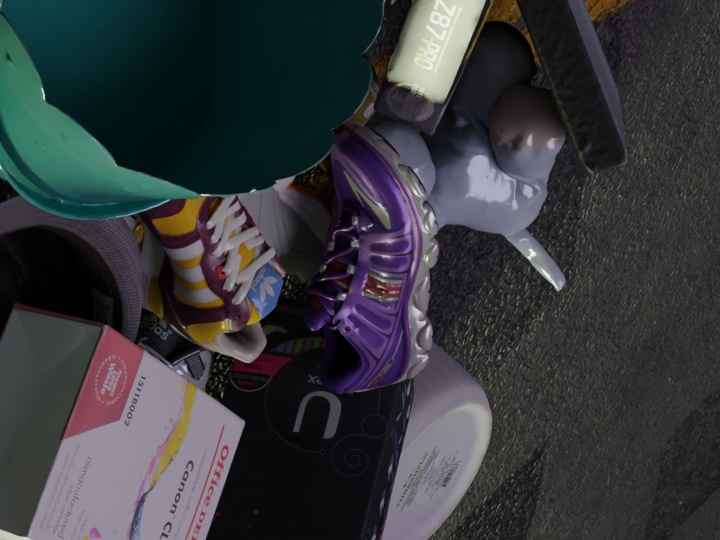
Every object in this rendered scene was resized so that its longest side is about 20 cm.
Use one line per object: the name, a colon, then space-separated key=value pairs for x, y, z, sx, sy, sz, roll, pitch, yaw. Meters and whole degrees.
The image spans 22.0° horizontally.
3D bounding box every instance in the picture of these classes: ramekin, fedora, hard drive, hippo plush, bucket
ramekin: x=0.018 y=0.144 z=1.501 sx=0.200 sy=0.105 sz=0.201 roll=-39 pitch=148 yaw=-31
fedora: x=-0.210 y=0.020 z=1.013 sx=0.177 sy=0.090 sz=0.200 roll=-53 pitch=148 yaw=-6
hard drive: x=0.139 y=-0.152 z=1.242 sx=0.033 sy=0.140 sz=0.200 roll=-20 pitch=-167 yaw=12
hippo plush: x=0.044 y=-0.079 z=1.308 sx=0.160 sy=0.160 sz=0.200 roll=-19 pitch=143 yaw=-12
bucket: x=-0.107 y=-0.124 z=0.893 sx=0.207 sy=0.135 sz=0.208 roll=4 pitch=83 yaw=-35

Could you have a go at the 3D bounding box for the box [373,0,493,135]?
box: x=0.075 y=-0.208 z=1.161 sx=0.161 sy=0.049 sz=0.200 roll=116 pitch=-1 yaw=-51

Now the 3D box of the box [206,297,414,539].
box: x=-0.039 y=0.134 z=1.292 sx=0.106 sy=0.122 sz=0.201 roll=87 pitch=15 yaw=-57

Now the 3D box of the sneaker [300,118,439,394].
sneaker: x=0.000 y=0.000 z=1.195 sx=0.083 sy=0.081 sz=0.201 roll=-21 pitch=126 yaw=-26

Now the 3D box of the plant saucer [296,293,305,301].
plant saucer: x=0.022 y=-0.033 z=1.413 sx=0.200 sy=0.019 sz=0.070 roll=-50 pitch=152 yaw=-9

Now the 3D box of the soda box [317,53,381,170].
soda box: x=-0.051 y=-0.143 z=1.126 sx=0.068 sy=0.064 sz=0.200 roll=-51 pitch=152 yaw=-9

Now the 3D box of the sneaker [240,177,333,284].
sneaker: x=-0.074 y=-0.031 z=1.217 sx=0.092 sy=0.076 sz=0.200 roll=-44 pitch=144 yaw=-7

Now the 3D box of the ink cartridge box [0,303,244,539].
ink cartridge box: x=-0.132 y=0.110 z=1.018 sx=0.200 sy=0.067 sz=0.117 roll=43 pitch=62 yaw=-58

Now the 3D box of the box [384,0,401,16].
box: x=0.037 y=-0.241 z=1.096 sx=0.200 sy=0.044 sz=0.161 roll=-57 pitch=171 yaw=-71

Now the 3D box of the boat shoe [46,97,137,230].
boat shoe: x=-0.159 y=-0.079 z=1.019 sx=0.060 sy=0.076 sz=0.200 roll=-54 pitch=165 yaw=-5

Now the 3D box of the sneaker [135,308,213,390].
sneaker: x=-0.151 y=0.056 z=1.179 sx=0.140 sy=0.078 sz=0.200 roll=-57 pitch=162 yaw=-2

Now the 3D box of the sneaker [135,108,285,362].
sneaker: x=-0.081 y=-0.019 z=1.069 sx=0.075 sy=0.090 sz=0.200 roll=-51 pitch=166 yaw=-24
